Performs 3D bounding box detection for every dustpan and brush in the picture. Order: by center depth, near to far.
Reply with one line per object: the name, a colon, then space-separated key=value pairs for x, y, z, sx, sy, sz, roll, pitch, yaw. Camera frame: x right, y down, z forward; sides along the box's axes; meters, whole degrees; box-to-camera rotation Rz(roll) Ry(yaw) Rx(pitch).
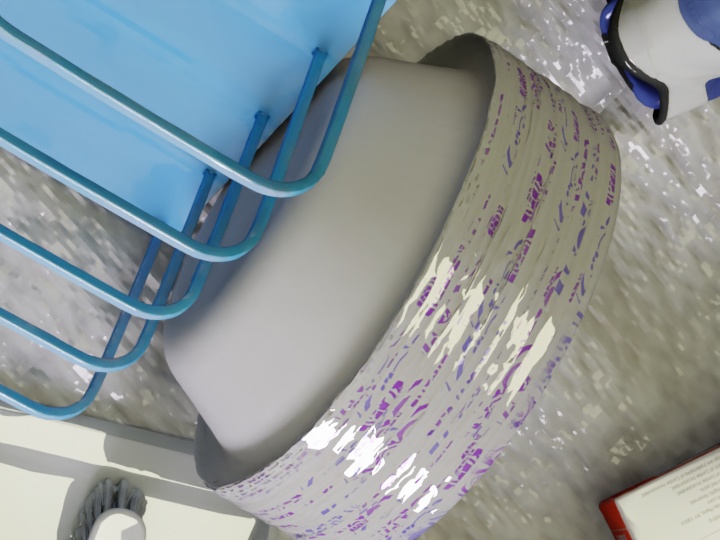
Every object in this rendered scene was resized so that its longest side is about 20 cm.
dustpan and brush: x=-0.114 y=0.164 z=0.754 sx=0.139 sy=0.057 sz=0.202 roll=15 pitch=88 yaw=-17

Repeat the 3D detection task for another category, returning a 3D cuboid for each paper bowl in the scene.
paper bowl: x=0.000 y=0.000 z=0.710 sx=0.104 sy=0.201 sz=0.202 roll=32 pitch=83 yaw=-15

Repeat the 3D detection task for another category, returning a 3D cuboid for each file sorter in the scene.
file sorter: x=-0.098 y=-0.053 z=0.661 sx=0.138 sy=0.200 sz=0.123 roll=30 pitch=51 yaw=-16

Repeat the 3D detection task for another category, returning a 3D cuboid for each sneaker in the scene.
sneaker: x=0.170 y=-0.124 z=0.822 sx=0.199 sy=0.115 sz=0.081 roll=-21 pitch=88 yaw=-45

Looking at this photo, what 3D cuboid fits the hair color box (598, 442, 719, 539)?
hair color box: x=0.199 y=0.168 z=0.813 sx=0.110 sy=0.064 sz=0.201 roll=-25 pitch=81 yaw=-3
